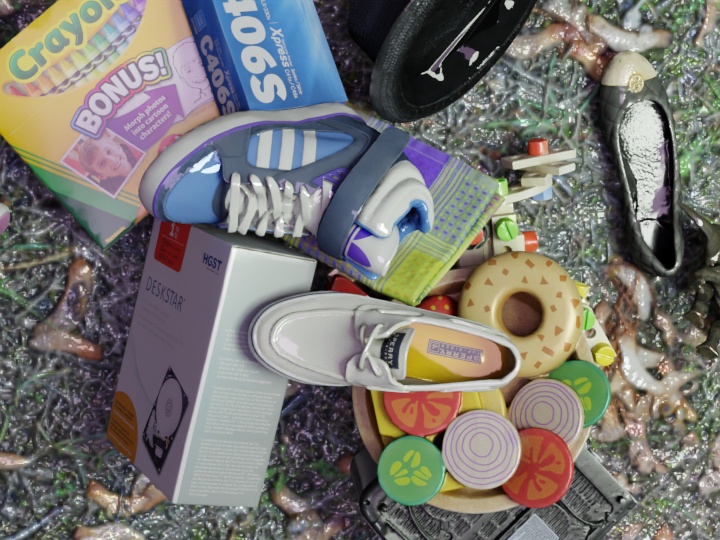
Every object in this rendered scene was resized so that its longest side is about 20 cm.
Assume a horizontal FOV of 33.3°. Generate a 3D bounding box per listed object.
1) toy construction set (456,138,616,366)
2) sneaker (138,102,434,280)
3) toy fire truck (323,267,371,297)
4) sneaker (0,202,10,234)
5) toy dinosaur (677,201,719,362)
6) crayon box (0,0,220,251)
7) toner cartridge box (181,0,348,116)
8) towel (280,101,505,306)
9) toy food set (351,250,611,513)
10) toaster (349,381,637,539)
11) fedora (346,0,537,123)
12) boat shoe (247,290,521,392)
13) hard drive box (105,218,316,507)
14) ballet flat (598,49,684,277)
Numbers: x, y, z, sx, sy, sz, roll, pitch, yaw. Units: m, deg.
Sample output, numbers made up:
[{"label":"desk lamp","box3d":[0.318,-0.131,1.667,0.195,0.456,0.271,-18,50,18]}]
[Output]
[{"label":"toy construction set","box3d":[0.142,-0.010,1.013,0.131,0.092,0.200,-7,93,-3]},{"label":"sneaker","box3d":[-0.041,-0.047,0.872,0.200,0.146,0.081,-19,143,-32]},{"label":"toy fire truck","box3d":[0.000,0.000,1.025,0.200,0.049,0.141,15,94,-10]},{"label":"sneaker","box3d":[-0.385,-0.017,0.966,0.200,0.080,0.089,-37,94,-6]},{"label":"toy dinosaur","box3d":[0.326,0.014,1.052,0.200,0.077,0.102,47,53,-9]},{"label":"crayon box","box3d":[-0.188,-0.147,0.977,0.200,0.058,0.173,-40,100,-1]},{"label":"toner cartridge box","box3d":[-0.088,-0.211,0.942,0.095,0.043,0.200,-14,81,-39]},{"label":"towel","box3d":[-0.003,-0.066,0.960,0.200,0.023,0.144,32,63,17]},{"label":"toy food set","box3d":[0.090,0.093,0.937,0.200,0.049,0.198,-15,76,8]},{"label":"toaster","box3d":[0.103,0.193,1.028,0.200,0.119,0.181,-45,100,0]},{"label":"fedora","box3d":[0.059,-0.219,0.969,0.201,0.201,0.092,-47,67,1]},{"label":"boat shoe","box3d":[0.019,0.056,0.869,0.200,0.070,0.071,10,86,-6]},{"label":"hard drive box","box3d":[-0.123,0.066,0.958,0.077,0.156,0.200,10,96,-33]},{"label":"ballet flat","box3d":[0.252,-0.092,1.039,0.066,0.057,0.200,-14,99,-5]}]
